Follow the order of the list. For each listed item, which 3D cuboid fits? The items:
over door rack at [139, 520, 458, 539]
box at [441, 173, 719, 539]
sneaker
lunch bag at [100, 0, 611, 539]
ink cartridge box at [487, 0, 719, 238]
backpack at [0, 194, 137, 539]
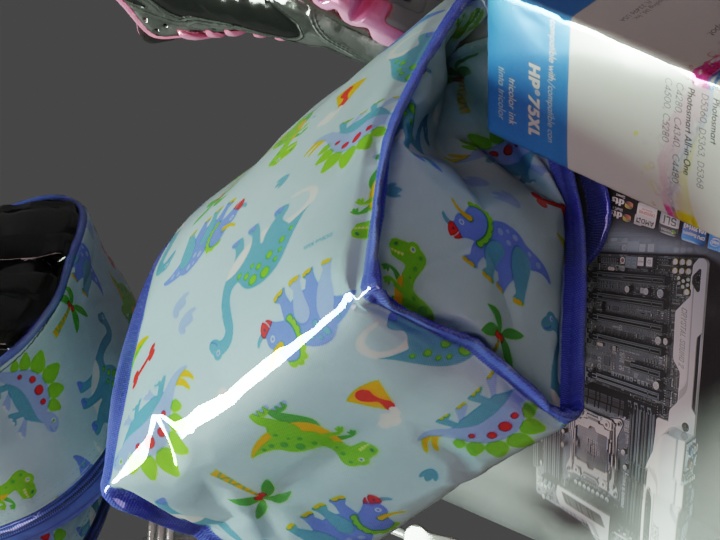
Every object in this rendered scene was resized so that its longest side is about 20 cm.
[{"bbox_3d":[-0.023,0.150,1.217,0.200,0.066,0.149,25,117,48],"label":"over door rack"},{"bbox_3d":[0.090,0.029,1.155,0.199,0.050,0.159,21,110,42],"label":"box"},{"bbox_3d":[-0.058,-0.127,1.207,0.199,0.079,0.096,29,131,9],"label":"sneaker"},{"bbox_3d":[0.000,0.000,1.109,0.127,0.201,0.170,32,130,-28],"label":"lunch bag"},{"bbox_3d":[0.155,-0.064,1.020,0.199,0.116,0.068,28,135,34],"label":"ink cartridge box"},{"bbox_3d":[-0.180,0.065,1.224,0.199,0.183,0.147,-19,119,22],"label":"backpack"}]
